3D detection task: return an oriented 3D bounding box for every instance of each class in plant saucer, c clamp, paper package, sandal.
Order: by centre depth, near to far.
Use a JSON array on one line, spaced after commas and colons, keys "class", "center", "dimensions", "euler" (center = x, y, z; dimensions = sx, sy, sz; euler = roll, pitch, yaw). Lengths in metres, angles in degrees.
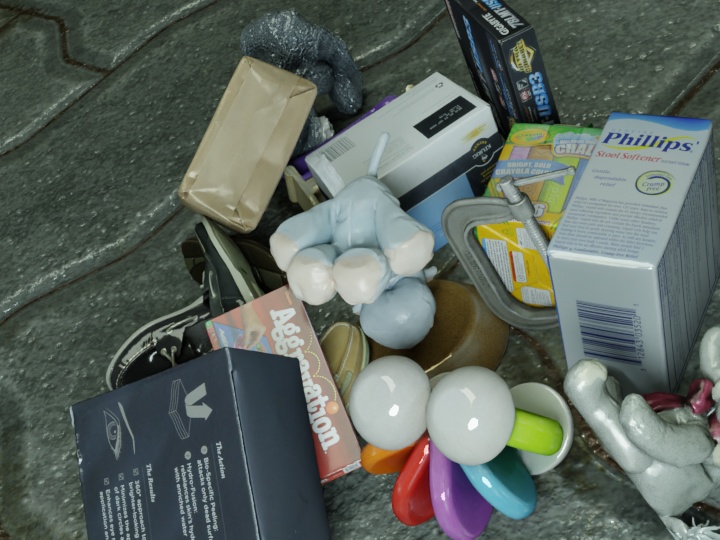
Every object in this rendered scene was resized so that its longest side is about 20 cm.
[{"class": "c clamp", "center": [0.162, -0.013, 1.241], "dimensions": [0.169, 0.201, 0.027], "euler": [-1, 42, 37]}, {"class": "plant saucer", "center": [0.058, 0.073, 1.349], "dimensions": [0.198, 0.036, 0.202], "euler": [-18, 37, 14]}, {"class": "paper package", "center": [-0.138, -0.147, 1.539], "dimensions": [0.193, 0.102, 0.200], "euler": [-65, 6, -4]}, {"class": "sandal", "center": [-0.146, -0.008, 1.563], "dimensions": [0.054, 0.083, 0.199], "euler": [-25, 22, -37]}]

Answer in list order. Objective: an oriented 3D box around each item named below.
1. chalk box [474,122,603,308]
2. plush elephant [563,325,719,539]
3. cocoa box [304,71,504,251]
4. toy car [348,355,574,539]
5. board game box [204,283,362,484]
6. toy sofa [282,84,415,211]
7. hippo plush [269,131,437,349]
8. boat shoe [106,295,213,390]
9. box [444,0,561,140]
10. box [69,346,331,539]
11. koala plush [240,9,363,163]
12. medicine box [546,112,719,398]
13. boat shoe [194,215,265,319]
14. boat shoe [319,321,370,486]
[{"class": "chalk box", "center": [0.209, -0.072, 1.339], "dimensions": [0.122, 0.125, 0.201], "euler": [6, 46, 23]}, {"class": "plush elephant", "center": [0.283, 0.123, 1.045], "dimensions": [0.154, 0.165, 0.201], "euler": [-38, 64, 8]}, {"class": "cocoa box", "center": [0.062, -0.110, 1.486], "dimensions": [0.199, 0.132, 0.133], "euler": [-33, 36, -8]}, {"class": "toy car", "center": [0.086, 0.164, 1.142], "dimensions": [0.198, 0.174, 0.152], "euler": [5, 81, 36]}, {"class": "board game box", "center": [-0.075, 0.118, 1.243], "dimensions": [0.102, 0.019, 0.202], "euler": [-24, 64, 0]}, {"class": "toy sofa", "center": [-0.006, -0.152, 1.591], "dimensions": [0.199, 0.083, 0.098], "euler": [-34, 73, -10]}, {"class": "hippo plush", "center": [0.000, 0.000, 1.306], "dimensions": [0.157, 0.162, 0.201], "euler": [-21, 43, -1]}, {"class": "boat shoe", "center": [-0.200, 0.088, 1.471], "dimensions": [0.199, 0.075, 0.060], "euler": [-31, 30, -18]}, {"class": "box", "center": [0.171, -0.233, 1.508], "dimensions": [0.049, 0.201, 0.199], "euler": [-26, 36, -4]}, {"class": "box", "center": [-0.146, 0.196, 1.163], "dimensions": [0.198, 0.117, 0.200], "euler": [-21, 72, 29]}, {"class": "koala plush", "center": [-0.100, -0.223, 1.713], "dimensions": [0.175, 0.184, 0.203], "euler": [1, 63, 14]}, {"class": "medicine box", "center": [0.262, -0.013, 1.187], "dimensions": [0.102, 0.184, 0.201], "euler": [9, 48, 27]}, {"class": "boat shoe", "center": [-0.159, 0.009, 1.443], "dimensions": [0.067, 0.072, 0.201], "euler": [-39, 43, 9]}, {"class": "boat shoe", "center": [-0.048, 0.129, 1.281], "dimensions": [0.071, 0.076, 0.202], "euler": [-13, 47, 40]}]
